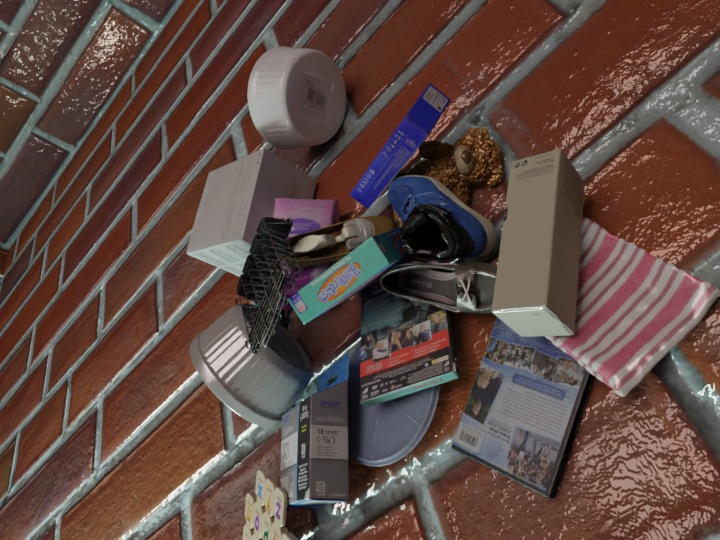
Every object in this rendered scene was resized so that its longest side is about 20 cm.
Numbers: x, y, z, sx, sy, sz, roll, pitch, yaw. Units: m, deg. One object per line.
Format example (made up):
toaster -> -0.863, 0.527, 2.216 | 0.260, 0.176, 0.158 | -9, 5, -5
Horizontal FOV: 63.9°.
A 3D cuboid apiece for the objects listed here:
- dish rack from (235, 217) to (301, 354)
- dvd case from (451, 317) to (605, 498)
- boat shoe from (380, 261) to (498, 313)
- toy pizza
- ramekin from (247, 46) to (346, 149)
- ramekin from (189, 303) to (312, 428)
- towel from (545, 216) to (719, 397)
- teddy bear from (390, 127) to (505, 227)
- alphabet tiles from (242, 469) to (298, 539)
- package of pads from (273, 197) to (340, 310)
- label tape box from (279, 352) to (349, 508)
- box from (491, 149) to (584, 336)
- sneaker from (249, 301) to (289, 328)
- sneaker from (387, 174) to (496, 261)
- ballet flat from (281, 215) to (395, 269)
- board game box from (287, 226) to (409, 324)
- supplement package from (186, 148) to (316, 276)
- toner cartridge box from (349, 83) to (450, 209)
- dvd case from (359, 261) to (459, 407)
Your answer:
dish rack -> -0.135, 0.021, 0.857 | 0.155, 0.054, 0.200 | -67, 28, 23
dvd case -> 0.198, 0.144, 0.689 | 0.142, 0.017, 0.202 | 13, 79, 49
boat shoe -> 0.109, 0.023, 0.752 | 0.199, 0.057, 0.068 | 6, 104, 46
toy pizza -> 0.038, 0.178, 0.829 | 0.199, 0.032, 0.202 | -27, 49, 35
ramekin -> -0.119, -0.345, 1.158 | 0.097, 0.200, 0.203 | 13, 79, 42
ramekin -> -0.169, 0.147, 0.947 | 0.105, 0.200, 0.200 | -45, 42, 5
towel -> 0.267, 0.029, 0.651 | 0.147, 0.030, 0.200 | -50, 39, 5
teddy bear -> 0.120, -0.141, 0.888 | 0.199, 0.066, 0.147 | -5, 68, 46
alphabet tiles -> -0.135, 0.407, 0.850 | 0.199, 0.014, 0.199 | 1, 86, 61
package of pads -> -0.104, -0.032, 1.028 | 0.119, 0.076, 0.203 | 1, 67, 9
label tape box -> -0.069, 0.234, 0.843 | 0.144, 0.063, 0.203 | 134, 140, -56
box -> 0.209, -0.031, 0.669 | 0.068, 0.082, 0.202 | -8, 58, 41
sneaker -> -0.182, 0.108, 1.071 | 0.079, 0.071, 0.202 | 7, 73, 52
sneaker -> 0.084, -0.077, 0.809 | 0.200, 0.110, 0.077 | 42, 126, 36
ballet flat -> -0.037, -0.046, 0.944 | 0.198, 0.063, 0.069 | -18, 76, 3
board game box -> 0.000, 0.000, 0.842 | 0.151, 0.200, 0.045 | -35, 86, 21
supplement package -> -0.218, -0.106, 1.165 | 0.198, 0.146, 0.194 | -9, 63, 44
toner cartridge box -> 0.057, -0.186, 0.894 | 0.095, 0.043, 0.200 | -57, 6, -36
dvd case -> 0.063, 0.083, 0.818 | 0.145, 0.022, 0.202 | -24, 43, 24
